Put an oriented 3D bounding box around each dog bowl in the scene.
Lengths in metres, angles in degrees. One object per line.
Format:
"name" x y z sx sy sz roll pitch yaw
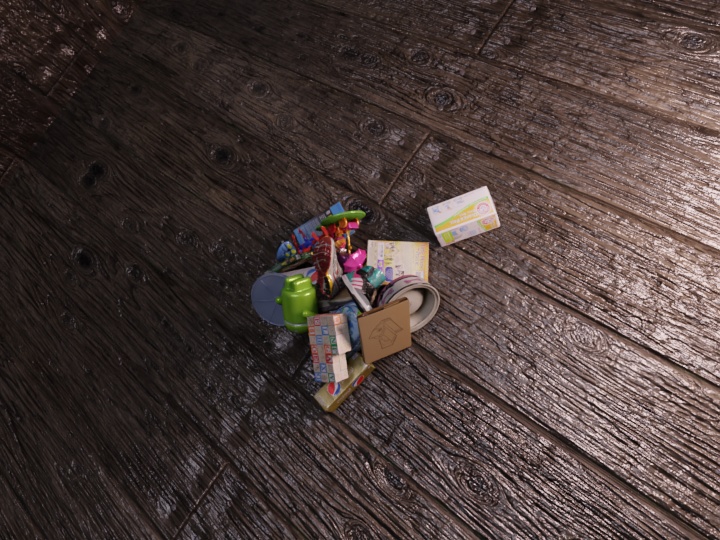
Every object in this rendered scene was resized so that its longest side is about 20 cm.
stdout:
"dog bowl" 0.139 0.100 1.581 0.200 0.200 0.074 -38 44 5

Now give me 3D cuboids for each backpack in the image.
"backpack" -0.038 0.185 1.632 0.200 0.154 0.163 -31 66 9

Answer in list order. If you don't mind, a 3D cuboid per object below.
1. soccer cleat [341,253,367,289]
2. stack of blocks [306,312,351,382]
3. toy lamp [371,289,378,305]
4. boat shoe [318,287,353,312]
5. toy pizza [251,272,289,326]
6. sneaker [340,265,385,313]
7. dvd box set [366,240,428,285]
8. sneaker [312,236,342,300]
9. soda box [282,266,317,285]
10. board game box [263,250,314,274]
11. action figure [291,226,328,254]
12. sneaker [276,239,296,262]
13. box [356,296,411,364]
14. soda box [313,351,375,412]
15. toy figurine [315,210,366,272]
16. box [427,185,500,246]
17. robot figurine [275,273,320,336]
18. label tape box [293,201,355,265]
"soccer cleat" 0.000 0.000 1.738 0.084 0.065 0.200 25 82 29
"stack of blocks" -0.090 0.232 1.557 0.115 0.059 0.200 -6 92 40
"toy lamp" 0.058 0.044 1.705 0.058 0.058 0.200 20 82 26
"boat shoe" -0.087 0.106 1.714 0.200 0.065 0.072 -11 24 36
"toy pizza" -0.281 0.098 1.782 0.200 0.032 0.201 5 112 13
"sneaker" 0.026 0.052 1.574 0.121 0.084 0.200 -29 38 -4
"dvd box set" 0.120 -0.022 1.670 0.200 0.029 0.147 2 82 1
"sneaker" -0.102 -0.011 1.649 0.078 0.082 0.200 11 108 34
"soda box" -0.184 0.033 1.799 0.200 0.064 0.068 -11 68 17
"board game box" -0.238 -0.022 1.771 0.200 0.105 0.024 -25 80 45
"action figure" -0.185 -0.112 1.723 0.065 0.200 0.099 -35 89 -31
"sneaker" -0.261 -0.071 1.788 0.071 0.200 0.083 -23 81 -5
"box" 0.073 0.182 1.542 0.163 0.200 0.021 -20 42 -15
"soda box" -0.051 0.352 1.628 0.200 0.068 0.064 -46 63 1
"toy figurine" -0.056 -0.078 1.697 0.200 0.150 0.184 -19 80 44
"box" 0.328 -0.170 1.642 0.200 0.112 0.102 -19 66 13
"robot figurine" -0.196 0.116 1.679 0.175 0.116 0.200 18 119 44
"label tape box" -0.120 -0.128 1.830 0.200 0.063 0.144 -31 65 9
